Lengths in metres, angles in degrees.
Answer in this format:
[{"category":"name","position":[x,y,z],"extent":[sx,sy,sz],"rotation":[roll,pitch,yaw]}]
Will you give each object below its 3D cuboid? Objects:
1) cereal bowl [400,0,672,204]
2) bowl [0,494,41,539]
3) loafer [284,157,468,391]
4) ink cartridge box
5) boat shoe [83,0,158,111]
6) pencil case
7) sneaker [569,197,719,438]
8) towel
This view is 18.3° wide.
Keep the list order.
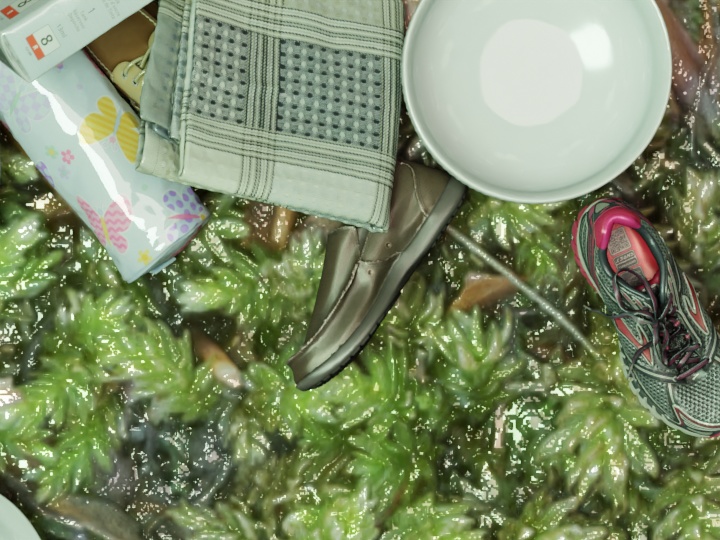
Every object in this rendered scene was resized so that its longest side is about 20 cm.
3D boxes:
[{"category":"cereal bowl","position":[0.128,-0.148,1.666],"extent":[0.199,0.083,0.201],"rotation":[0,91,-2]},{"category":"bowl","position":[-0.331,0.243,1.635],"extent":[0.200,0.090,0.202],"rotation":[0,91,-28]},{"category":"loafer","position":[0.000,0.000,1.675],"extent":[0.071,0.073,0.200],"rotation":[35,80,2]},{"category":"ink cartridge box","position":[-0.187,-0.220,1.592],"extent":[0.200,0.162,0.050],"rotation":[-38,118,-9]},{"category":"boat shoe","position":[-0.138,-0.142,1.658],"extent":[0.200,0.074,0.076],"rotation":[41,89,-3]},{"category":"pencil case","position":[-0.199,-0.086,1.650],"extent":[0.200,0.091,0.083],"rotation":[51,51,-2]},{"category":"sneaker","position":[0.221,0.039,1.678],"extent":[0.080,0.075,0.201],"rotation":[-33,93,-1]},{"category":"towel","position":[-0.061,-0.137,1.630],"extent":[0.199,0.035,0.194],"rotation":[13,69,-18]}]
